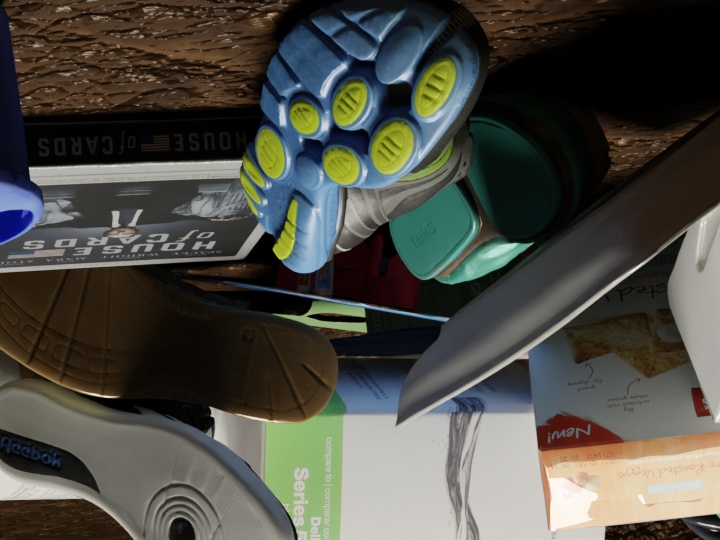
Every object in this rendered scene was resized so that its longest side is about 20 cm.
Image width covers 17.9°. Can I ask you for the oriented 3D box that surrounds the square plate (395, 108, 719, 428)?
[{"bbox_3d":[0.116,-0.023,0.951,0.198,0.029,0.200,-36,178,-36],"label":"square plate"}]

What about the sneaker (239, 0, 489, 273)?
[{"bbox_3d":[0.008,-0.062,0.888,0.082,0.071,0.200,-31,172,-21],"label":"sneaker"}]

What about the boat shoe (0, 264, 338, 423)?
[{"bbox_3d":[-0.112,0.034,1.193,0.199,0.074,0.063,20,179,-13],"label":"boat shoe"}]

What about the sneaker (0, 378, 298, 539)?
[{"bbox_3d":[-0.091,0.100,1.202,0.199,0.074,0.112,24,-164,29],"label":"sneaker"}]

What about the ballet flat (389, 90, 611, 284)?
[{"bbox_3d":[0.071,-0.045,1.016,0.070,0.068,0.200,-28,177,-20],"label":"ballet flat"}]

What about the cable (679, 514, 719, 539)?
[{"bbox_3d":[0.233,0.070,1.343,0.162,0.200,0.051,28,140,13],"label":"cable"}]

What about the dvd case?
[{"bbox_3d":[-0.110,-0.033,1.049,0.149,0.025,0.200,-3,168,-13],"label":"dvd case"}]

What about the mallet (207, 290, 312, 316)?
[{"bbox_3d":[-0.095,0.017,1.295,0.199,0.042,0.066,-3,167,-41],"label":"mallet"}]

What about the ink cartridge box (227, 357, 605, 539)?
[{"bbox_3d":[0.030,0.102,1.305,0.198,0.085,0.145,1,-171,-11],"label":"ink cartridge box"}]

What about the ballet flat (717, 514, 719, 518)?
[{"bbox_3d":[0.240,0.049,1.289,0.069,0.201,0.071,28,144,-6],"label":"ballet flat"}]

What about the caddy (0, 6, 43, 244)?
[{"bbox_3d":[-0.204,-0.032,0.784,0.199,0.106,0.141,-12,168,27],"label":"caddy"}]

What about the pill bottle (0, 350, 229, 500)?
[{"bbox_3d":[-0.164,0.077,1.343,0.199,0.115,0.114,4,165,-42],"label":"pill bottle"}]

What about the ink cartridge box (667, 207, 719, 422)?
[{"bbox_3d":[0.264,-0.005,1.093,0.198,0.085,0.147,-4,140,-12],"label":"ink cartridge box"}]

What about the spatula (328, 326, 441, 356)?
[{"bbox_3d":[-0.032,0.036,1.265,0.198,0.021,0.057,4,170,-7],"label":"spatula"}]

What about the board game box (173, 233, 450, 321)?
[{"bbox_3d":[0.000,0.000,1.211,0.157,0.039,0.200,10,179,-29],"label":"board game box"}]

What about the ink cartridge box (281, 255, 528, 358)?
[{"bbox_3d":[0.046,0.035,1.422,0.199,0.048,0.145,-16,165,35],"label":"ink cartridge box"}]

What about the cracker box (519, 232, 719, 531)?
[{"bbox_3d":[0.156,0.049,1.212,0.133,0.058,0.201,-7,-147,4],"label":"cracker box"}]
